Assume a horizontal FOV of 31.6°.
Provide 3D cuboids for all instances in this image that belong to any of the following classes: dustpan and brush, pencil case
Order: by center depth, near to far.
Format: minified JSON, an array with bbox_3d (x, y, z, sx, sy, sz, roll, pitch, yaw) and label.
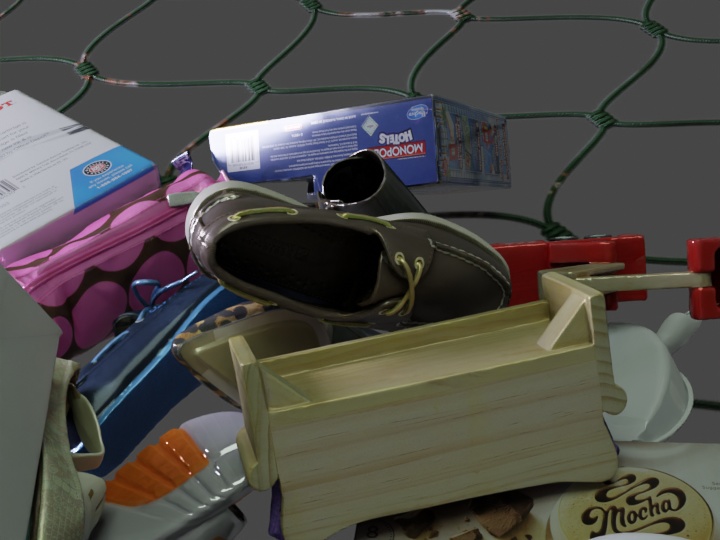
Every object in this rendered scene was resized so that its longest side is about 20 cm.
[{"bbox_3d":[0.164,0.063,0.799,0.138,0.058,0.200,0,33,44],"label":"dustpan and brush"},{"bbox_3d":[-0.174,-0.003,0.892,0.199,0.094,0.091,-35,88,-35],"label":"pencil case"}]

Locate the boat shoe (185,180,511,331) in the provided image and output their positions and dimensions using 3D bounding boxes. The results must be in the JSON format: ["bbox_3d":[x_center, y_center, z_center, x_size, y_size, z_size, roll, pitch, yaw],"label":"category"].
[{"bbox_3d":[0.000,0.000,0.717,0.198,0.073,0.060,14,16,-18],"label":"boat shoe"}]

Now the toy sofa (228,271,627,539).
[{"bbox_3d":[0.033,0.070,0.666,0.197,0.099,0.083,-11,9,-9],"label":"toy sofa"}]

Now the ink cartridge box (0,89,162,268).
[{"bbox_3d":[-0.266,-0.052,0.991,0.199,0.087,0.146,27,47,38],"label":"ink cartridge box"}]

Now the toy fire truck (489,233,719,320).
[{"bbox_3d":[0.146,0.005,0.827,0.197,0.050,0.141,-4,4,3],"label":"toy fire truck"}]

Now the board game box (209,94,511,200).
[{"bbox_3d":[0.023,-0.087,0.970,0.198,0.063,0.199,-4,0,35],"label":"board game box"}]

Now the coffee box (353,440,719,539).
[{"bbox_3d":[0.097,0.154,0.664,0.197,0.081,0.114,1,37,9],"label":"coffee box"}]

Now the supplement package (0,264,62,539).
[{"bbox_3d":[-0.281,0.088,0.635,0.198,0.148,0.192,-24,37,15],"label":"supplement package"}]

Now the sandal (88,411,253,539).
[{"bbox_3d":[-0.128,0.157,0.721,0.205,0.059,0.079,-34,32,0],"label":"sandal"}]

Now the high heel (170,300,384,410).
[{"bbox_3d":[-0.070,0.041,0.795,0.142,0.072,0.199,21,9,42],"label":"high heel"}]

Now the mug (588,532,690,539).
[{"bbox_3d":[0.094,0.191,0.497,0.147,0.199,0.177,-29,34,43],"label":"mug"}]

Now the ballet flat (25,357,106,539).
[{"bbox_3d":[-0.168,0.109,0.702,0.062,0.068,0.201,12,32,-26],"label":"ballet flat"}]

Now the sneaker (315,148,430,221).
[{"bbox_3d":[-0.004,-0.034,0.842,0.075,0.106,0.199,-49,27,-18],"label":"sneaker"}]

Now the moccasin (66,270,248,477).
[{"bbox_3d":[-0.141,0.048,0.841,0.068,0.081,0.200,24,45,26],"label":"moccasin"}]

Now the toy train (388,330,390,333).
[{"bbox_3d":[0.062,0.042,0.814,0.034,0.046,0.200,-39,25,-14],"label":"toy train"}]
